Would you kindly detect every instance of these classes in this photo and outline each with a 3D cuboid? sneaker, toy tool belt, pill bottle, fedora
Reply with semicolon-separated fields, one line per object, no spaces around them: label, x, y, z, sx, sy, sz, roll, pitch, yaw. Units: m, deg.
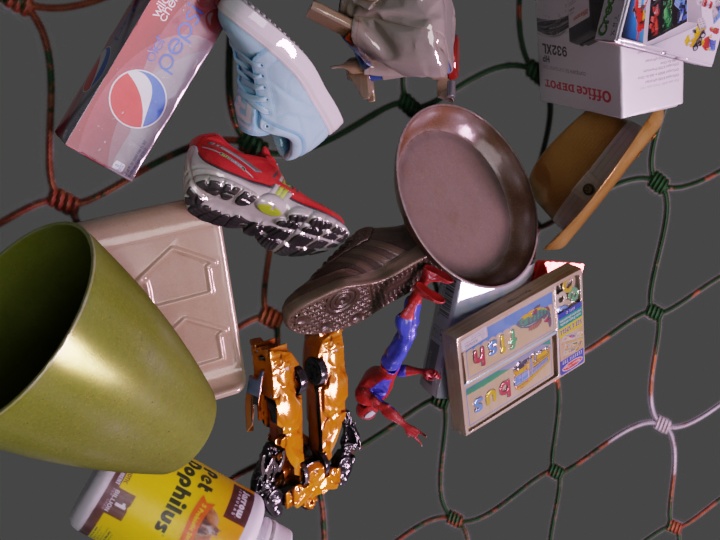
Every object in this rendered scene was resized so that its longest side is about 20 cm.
sneaker;-0.084;-0.076;0.888;0.077;0.085;0.200;-26;146;31
sneaker;-0.082;-0.161;0.826;0.082;0.074;0.200;-47;145;-3
toy tool belt;0.026;-0.222;0.867;0.122;0.200;0.126;2;89;11
sneaker;0.000;0.000;0.957;0.199;0.076;0.071;-22;143;-20
pill bottle;-0.170;0.243;0.897;0.200;0.109;0.110;31;92;-10
fedora;0.245;-0.115;1.010;0.082;0.201;0.201;39;87;10

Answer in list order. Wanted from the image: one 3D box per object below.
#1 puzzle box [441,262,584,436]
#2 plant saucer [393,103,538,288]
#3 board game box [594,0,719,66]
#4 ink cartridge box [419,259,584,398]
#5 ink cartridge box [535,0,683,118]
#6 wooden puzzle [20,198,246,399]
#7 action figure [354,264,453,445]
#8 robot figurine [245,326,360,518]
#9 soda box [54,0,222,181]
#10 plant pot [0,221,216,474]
puzzle box;0.179;0.089;1.052;0.200;0.025;0.134;-26;123;-28
plant saucer;0.105;-0.074;0.954;0.200;0.032;0.201;16;63;-35
board game box;0.298;-0.300;0.850;0.126;0.035;0.201;5;104;-27
ink cartridge box;0.177;0.067;1.076;0.199;0.047;0.161;3;106;-25
ink cartridge box;0.251;-0.269;0.943;0.083;0.145;0.201;-16;113;-20
wooden puzzle;-0.214;0.042;0.881;0.185;0.046;0.201;-15;108;-22
action figure;0.060;0.101;0.974;0.099;0.065;0.200;32;124;3
robot figurine;-0.063;0.159;0.973;0.145;0.058;0.201;-16;114;-39
soda box;-0.185;-0.184;0.806;0.070;0.063;0.200;31;91;-31
plant pot;-0.222;0.091;0.780;0.187;0.187;0.200;-49;131;-4
